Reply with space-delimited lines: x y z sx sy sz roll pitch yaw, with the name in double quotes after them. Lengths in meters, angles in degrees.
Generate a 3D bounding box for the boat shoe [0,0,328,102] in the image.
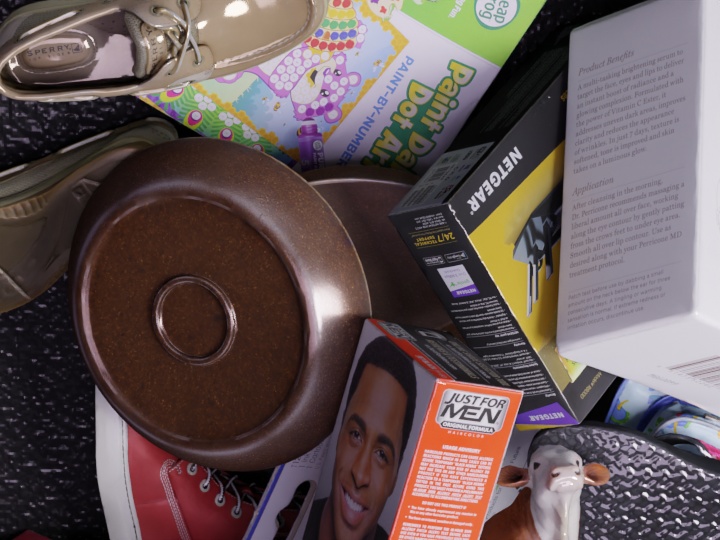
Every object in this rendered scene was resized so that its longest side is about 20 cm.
-0.116 -0.133 1.602 0.198 0.065 0.073 -10 112 3 "boat shoe"

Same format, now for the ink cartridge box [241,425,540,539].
0.011 0.150 1.730 0.199 0.047 0.199 12 115 -32 "ink cartridge box"

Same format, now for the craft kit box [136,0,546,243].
-0.016 -0.148 1.655 0.197 0.049 0.201 29 109 -14 "craft kit box"

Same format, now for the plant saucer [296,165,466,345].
0.000 0.000 1.680 0.199 0.035 0.201 2 141 2 "plant saucer"

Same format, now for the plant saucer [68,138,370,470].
-0.090 0.025 1.622 0.199 0.034 0.202 7 106 23 "plant saucer"

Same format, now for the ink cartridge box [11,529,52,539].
-0.165 0.263 1.730 0.083 0.199 0.146 -26 115 -35 "ink cartridge box"

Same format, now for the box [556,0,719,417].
0.201 -0.037 1.585 0.152 0.201 0.106 22 153 -38 "box"

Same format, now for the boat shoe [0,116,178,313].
-0.200 -0.033 1.696 0.200 0.063 0.073 -28 114 17 "boat shoe"

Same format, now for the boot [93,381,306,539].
-0.092 0.128 1.750 0.143 0.073 0.201 -8 120 2 "boot"

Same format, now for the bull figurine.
0.080 0.188 1.586 0.065 0.122 0.200 18 137 -27 "bull figurine"

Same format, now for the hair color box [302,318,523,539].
0.019 0.140 1.571 0.061 0.101 0.201 10 104 -28 "hair color box"

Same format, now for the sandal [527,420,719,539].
0.192 0.130 1.617 0.199 0.045 0.076 12 112 -2 "sandal"

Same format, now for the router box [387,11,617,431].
0.121 -0.030 1.626 0.052 0.200 0.158 -10 120 46 "router box"

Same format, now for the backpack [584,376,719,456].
0.227 0.147 1.718 0.199 0.147 0.184 17 112 -9 "backpack"
